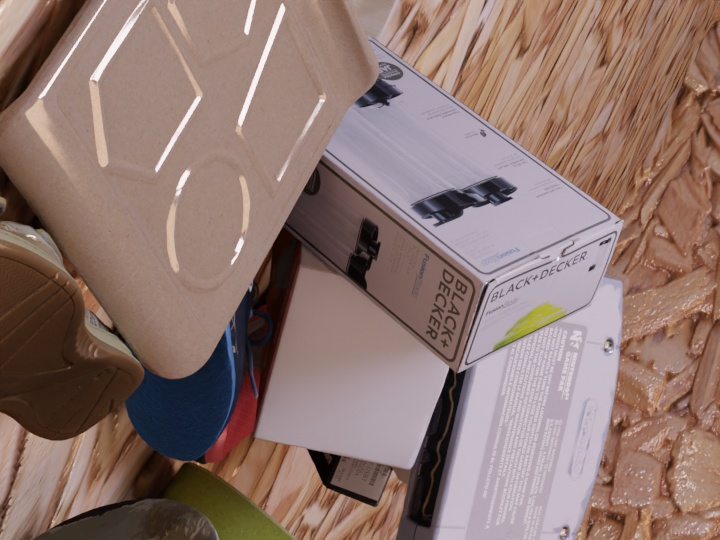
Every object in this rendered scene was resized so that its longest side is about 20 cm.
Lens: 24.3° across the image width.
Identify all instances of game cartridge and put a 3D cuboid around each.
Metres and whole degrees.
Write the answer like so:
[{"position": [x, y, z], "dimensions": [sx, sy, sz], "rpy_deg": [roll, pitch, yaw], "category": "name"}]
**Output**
[{"position": [0.093, 0.094, 0.996], "dimensions": [0.133, 0.040, 0.202], "rpy_deg": [11, 93, -38], "category": "game cartridge"}]

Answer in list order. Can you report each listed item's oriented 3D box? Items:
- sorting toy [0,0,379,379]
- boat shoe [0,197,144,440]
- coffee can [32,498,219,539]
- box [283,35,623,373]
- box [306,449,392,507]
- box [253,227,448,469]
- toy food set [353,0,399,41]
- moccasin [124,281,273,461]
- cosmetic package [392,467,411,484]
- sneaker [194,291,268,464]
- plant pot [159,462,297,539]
[{"position": [-0.074, -0.078, 0.759], "dimensions": [0.201, 0.036, 0.186], "rpy_deg": [-58, 145, -25], "category": "sorting toy"}, {"position": [-0.150, 0.018, 0.694], "dimensions": [0.073, 0.063, 0.200], "rpy_deg": [-36, 160, -6], "category": "boat shoe"}, {"position": [-0.105, 0.244, 0.882], "dimensions": [0.147, 0.145, 0.201], "rpy_deg": [-52, 131, -44], "category": "coffee can"}, {"position": [0.027, -0.042, 0.899], "dimensions": [0.116, 0.200, 0.060], "rpy_deg": [-23, 141, -41], "category": "box"}, {"position": [0.017, 0.056, 1.275], "dimensions": [0.200, 0.049, 0.200], "rpy_deg": [-137, -110, -78], "category": "box"}, {"position": [0.000, 0.000, 0.997], "dimensions": [0.201, 0.097, 0.125], "rpy_deg": [-89, -167, -56], "category": "box"}, {"position": [0.008, -0.202, 0.899], "dimensions": [0.144, 0.060, 0.200], "rpy_deg": [-67, 167, 5], "category": "toy food set"}, {"position": [-0.080, 0.017, 0.906], "dimensions": [0.068, 0.080, 0.201], "rpy_deg": [-56, 165, -51], "category": "moccasin"}, {"position": [0.074, 0.098, 1.126], "dimensions": [0.108, 0.084, 0.200], "rpy_deg": [-63, 167, -9], "category": "cosmetic package"}, {"position": [-0.043, 0.062, 1.114], "dimensions": [0.200, 0.086, 0.074], "rpy_deg": [-52, 160, -46], "category": "sneaker"}, {"position": [-0.111, 0.258, 1.058], "dimensions": [0.200, 0.187, 0.187], "rpy_deg": [-47, 162, -17], "category": "plant pot"}]
